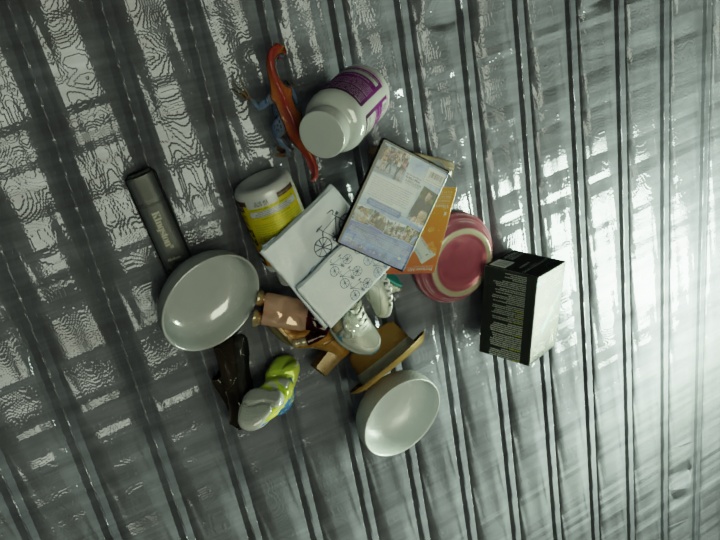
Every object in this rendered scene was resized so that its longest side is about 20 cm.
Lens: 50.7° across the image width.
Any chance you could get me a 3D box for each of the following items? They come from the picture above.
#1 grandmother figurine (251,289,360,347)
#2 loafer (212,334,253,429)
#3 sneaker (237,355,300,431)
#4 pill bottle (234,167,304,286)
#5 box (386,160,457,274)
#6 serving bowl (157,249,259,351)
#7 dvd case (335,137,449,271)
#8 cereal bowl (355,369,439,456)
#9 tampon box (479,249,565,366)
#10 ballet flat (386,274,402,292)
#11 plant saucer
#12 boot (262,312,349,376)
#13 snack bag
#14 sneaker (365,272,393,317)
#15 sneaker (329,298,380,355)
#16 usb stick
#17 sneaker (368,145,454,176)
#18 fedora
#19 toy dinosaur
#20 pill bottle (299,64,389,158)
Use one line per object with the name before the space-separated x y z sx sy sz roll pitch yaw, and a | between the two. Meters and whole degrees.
grandmother figurine | -0.097 0.084 1.417 0.197 0.061 0.123 13 97 0
loafer | -0.249 0.213 1.469 0.070 0.073 0.203 2 110 4
sneaker | -0.169 0.260 1.472 0.200 0.075 0.106 -52 150 -48
pill bottle | -0.147 -0.076 1.386 0.108 0.109 0.202 -28 118 -16
box | 0.094 -0.101 1.465 0.123 0.098 0.202 -2 128 -17
serving bowl | -0.282 0.045 1.369 0.199 0.066 0.202 -28 137 -29
dvd case | 0.057 -0.115 1.352 0.141 0.018 0.202 23 97 -20
cereal bowl | 0.070 0.296 1.636 0.198 0.083 0.202 -18 125 -28
tampon box | 0.351 0.078 1.660 0.149 0.125 0.203 -22 120 -50
ballet flat | -0.006 -0.004 1.517 0.199 0.072 0.072 35 90 -27
plant saucer | 0.205 -0.023 1.621 0.198 0.051 0.203 -9 112 -24
boot | -0.089 0.100 1.513 0.201 0.071 0.145 44 74 -26
snack bag | -0.054 -0.028 1.358 0.188 0.021 0.201 -43 112 -10
sneaker | 0.000 0.000 1.435 0.080 0.075 0.202 -23 94 -22
sneaker | -0.027 0.078 1.470 0.201 0.081 0.076 51 55 -4
usb stick | -0.348 -0.083 1.324 0.055 0.033 0.202 -27 118 -17
sneaker | 0.101 -0.194 1.491 0.198 0.070 0.077 7 99 -30
fedora | 0.040 0.168 1.562 0.200 0.201 0.082 -38 86 -10
toy dinosaur | -0.120 -0.288 1.307 0.105 0.199 0.182 -40 154 -26
pill bottle | -0.030 -0.274 1.318 0.200 0.111 0.113 -56 136 -51
